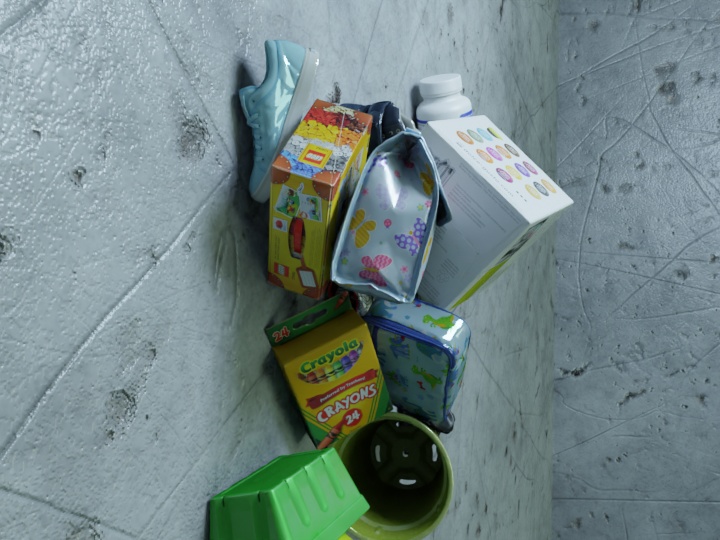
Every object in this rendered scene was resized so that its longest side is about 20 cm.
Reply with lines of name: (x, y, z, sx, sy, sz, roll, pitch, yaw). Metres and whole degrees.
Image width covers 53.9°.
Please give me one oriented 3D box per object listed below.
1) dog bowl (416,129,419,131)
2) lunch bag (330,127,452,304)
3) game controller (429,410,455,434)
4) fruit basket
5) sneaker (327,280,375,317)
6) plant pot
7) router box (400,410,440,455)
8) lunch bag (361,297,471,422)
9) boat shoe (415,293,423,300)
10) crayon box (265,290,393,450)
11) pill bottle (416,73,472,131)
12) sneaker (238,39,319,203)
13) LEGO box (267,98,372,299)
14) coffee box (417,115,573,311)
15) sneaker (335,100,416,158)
dog bowl: (0.075, -0.168, 1.280, 0.200, 0.059, 0.200, 0, 90, -65)
lunch bag: (0.043, -0.063, 0.884, 0.170, 0.127, 0.200, 92, 14, -86)
game controller: (0.093, 0.196, 1.232, 0.104, 0.042, 0.200, 21, 30, -57)
fruit basket: (-0.070, 0.339, 0.863, 0.216, 0.155, 0.216, 41, 41, -49)
sneaker: (0.001, 0.000, 1.114, 0.108, 0.067, 0.202, 23, 64, -54)
plant pot: (0.058, 0.311, 1.136, 0.184, 0.200, 0.201, 4, 87, -77)
router box: (0.124, 0.244, 1.406, 0.149, 0.051, 0.200, -31, 119, -63)
lunch bag: (0.072, 0.130, 1.047, 0.082, 0.161, 0.200, -54, 157, -36)
boat shoe: (0.104, 0.114, 1.152, 0.073, 0.062, 0.200, -28, 111, -53)
crayon box: (-0.039, 0.140, 0.974, 0.127, 0.051, 0.200, -27, 124, -13)
pill bottle: (0.172, -0.286, 1.422, 0.112, 0.112, 0.200, -48, 133, -55)
sneaker: (-0.118, -0.187, 0.875, 0.074, 0.082, 0.200, -164, -89, -76)
LEGO box: (-0.053, -0.088, 0.899, 0.200, 0.077, 0.149, 100, 11, -47)
coffee box: (0.153, -0.088, 1.056, 0.198, 0.200, 0.200, -22, 156, -54)
sneaker: (0.011, -0.154, 1.043, 0.077, 0.146, 0.203, 21, 73, -65)
